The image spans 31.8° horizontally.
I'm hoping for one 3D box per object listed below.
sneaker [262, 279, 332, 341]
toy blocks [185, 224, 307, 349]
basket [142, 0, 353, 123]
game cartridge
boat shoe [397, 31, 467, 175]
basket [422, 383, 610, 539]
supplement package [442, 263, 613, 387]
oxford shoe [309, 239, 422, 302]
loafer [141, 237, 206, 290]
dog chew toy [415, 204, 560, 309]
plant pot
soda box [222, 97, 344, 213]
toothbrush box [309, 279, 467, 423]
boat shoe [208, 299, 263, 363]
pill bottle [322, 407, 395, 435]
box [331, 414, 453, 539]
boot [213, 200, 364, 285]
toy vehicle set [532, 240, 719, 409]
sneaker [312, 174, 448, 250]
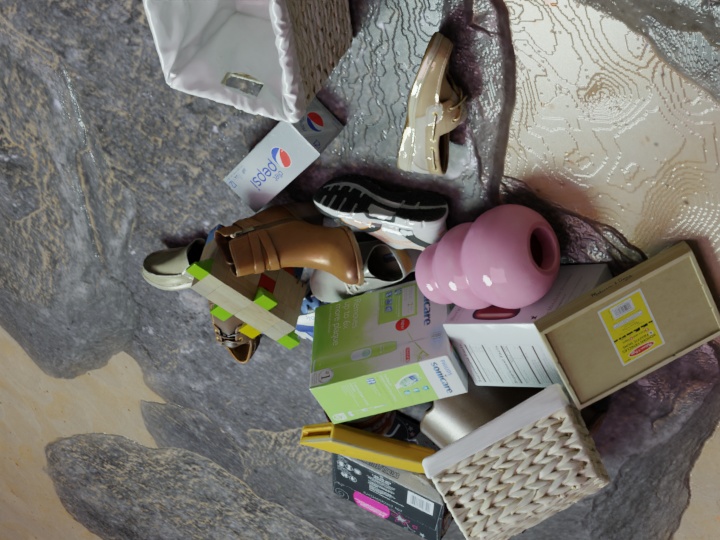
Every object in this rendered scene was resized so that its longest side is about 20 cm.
[{"bbox_3d":[-0.073,0.081,1.899,0.116,0.081,0.198,51,141,-14],"label":"sneaker"},{"bbox_3d":[-0.148,-0.001,1.780,0.199,0.138,0.100,33,139,-24],"label":"toy blocks"},{"bbox_3d":[-0.125,-0.307,1.445,0.196,0.161,0.202,18,140,25],"label":"basket"},{"bbox_3d":[0.027,0.258,1.828,0.197,0.033,0.176,15,168,-15],"label":"game cartridge"},{"bbox_3d":[0.092,-0.189,1.471,0.068,0.074,0.201,18,143,6],"label":"boat shoe"},{"bbox_3d":[0.197,0.245,1.554,0.124,0.199,0.135,62,-169,19],"label":"basket"},{"bbox_3d":[0.224,0.071,1.595,0.198,0.114,0.110,-3,128,42],"label":"supplement package"},{"bbox_3d":[0.000,0.000,1.734,0.198,0.058,0.076,-18,104,38],"label":"oxford shoe"},{"bbox_3d":[-0.262,-0.014,1.973,0.197,0.076,0.069,2,131,27],"label":"loafer"},{"bbox_3d":[0.148,-0.009,1.560,0.198,0.125,0.125,-13,121,44],"label":"dog chew toy"},{"bbox_3d":[0.200,0.216,1.725,0.197,0.200,0.201,36,146,15],"label":"plant pot"},{"bbox_3d":[-0.104,-0.154,1.680,0.068,0.064,0.200,44,144,-7],"label":"soda box"},{"bbox_3d":[0.039,0.105,1.700,0.197,0.147,0.086,-14,135,18],"label":"toothbrush box"},{"bbox_3d":[-0.194,0.087,1.972,0.071,0.068,0.201,6,157,11],"label":"boat shoe"},{"bbox_3d":[-0.007,0.181,1.877,0.111,0.113,0.200,27,163,15],"label":"pill bottle"},{"bbox_3d":[0.066,0.318,2.010,0.198,0.115,0.133,23,143,17],"label":"box"},{"bbox_3d":[-0.094,-0.025,1.678,0.200,0.153,0.077,49,145,42],"label":"boot"},{"bbox_3d":[0.314,0.065,1.472,0.198,0.027,0.125,-28,117,4],"label":"toy vehicle set"},{"bbox_3d":[0.025,-0.066,1.657,0.198,0.074,0.081,17,142,28],"label":"sneaker"}]
